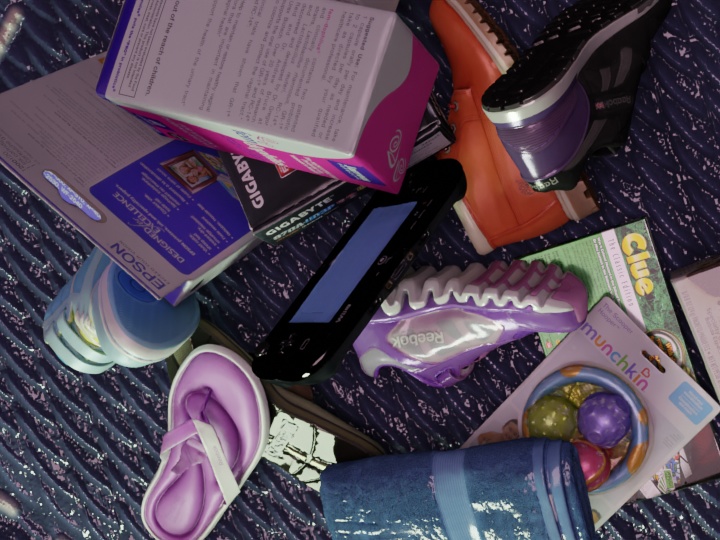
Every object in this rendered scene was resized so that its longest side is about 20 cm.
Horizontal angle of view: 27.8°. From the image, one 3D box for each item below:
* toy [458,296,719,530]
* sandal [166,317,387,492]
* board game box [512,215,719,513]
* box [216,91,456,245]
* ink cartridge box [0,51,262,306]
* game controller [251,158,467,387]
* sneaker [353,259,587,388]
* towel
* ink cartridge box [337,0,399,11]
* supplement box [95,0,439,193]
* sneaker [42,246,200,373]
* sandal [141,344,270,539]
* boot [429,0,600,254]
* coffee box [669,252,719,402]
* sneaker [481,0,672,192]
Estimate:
[{"bbox_3d":[0.149,0.131,1.060,0.115,0.047,0.200,45,114,11],"label":"toy"},{"bbox_3d":[-0.064,0.104,1.118,0.201,0.057,0.080,36,127,-11],"label":"sandal"},{"bbox_3d":[0.193,0.070,1.081,0.105,0.023,0.201,-17,91,14],"label":"board game box"},{"bbox_3d":[-0.042,-0.143,1.071,0.159,0.046,0.200,-28,70,12],"label":"box"},{"bbox_3d":[-0.174,-0.065,1.055,0.198,0.200,0.043,41,121,6],"label":"ink cartridge box"},{"bbox_3d":[0.000,0.000,1.021,0.042,0.104,0.200,40,70,-13],"label":"game controller"},{"bbox_3d":[0.074,0.042,1.068,0.200,0.080,0.089,-2,103,29],"label":"sneaker"},{"bbox_3d":[0.070,0.181,1.056,0.200,0.049,0.112,-10,108,26],"label":"towel"},{"bbox_3d":[-0.058,-0.260,1.035,0.200,0.083,0.145,15,78,25],"label":"ink cartridge box"},{"bbox_3d":[-0.062,-0.132,0.996,0.200,0.101,0.104,14,83,23],"label":"supplement box"},{"bbox_3d":[-0.184,0.044,1.078,0.079,0.200,0.131,34,109,-17],"label":"sneaker"},{"bbox_3d":[-0.120,0.146,1.096,0.082,0.050,0.203,23,125,7],"label":"sandal"},{"bbox_3d":[0.083,-0.110,1.067,0.107,0.075,0.200,-27,90,16],"label":"boot"},{"bbox_3d":[0.332,0.018,1.021,0.200,0.080,0.113,-23,89,12],"label":"coffee box"},{"bbox_3d":[0.161,-0.128,1.020,0.076,0.200,0.088,1,126,48],"label":"sneaker"}]
